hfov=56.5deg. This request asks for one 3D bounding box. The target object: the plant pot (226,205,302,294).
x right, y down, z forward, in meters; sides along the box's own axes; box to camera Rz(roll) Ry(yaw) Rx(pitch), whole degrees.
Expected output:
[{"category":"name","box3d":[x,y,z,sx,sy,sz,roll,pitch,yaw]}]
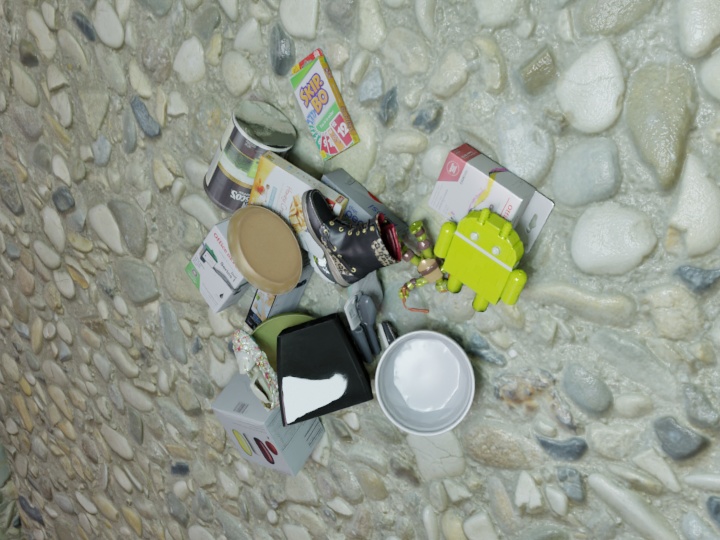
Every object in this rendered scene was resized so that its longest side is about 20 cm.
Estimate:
[{"category":"plant pot","box3d":[-0.198,-0.046,1.416,0.196,0.027,0.205,15,122,25]}]

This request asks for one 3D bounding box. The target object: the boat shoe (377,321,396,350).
[{"category":"boat shoe","box3d":[0.097,0.197,1.428,0.059,0.074,0.204,-25,80,-1]}]

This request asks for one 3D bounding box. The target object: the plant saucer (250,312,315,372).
[{"category":"plant saucer","box3d":[-0.175,0.162,1.566,0.202,0.195,0.031,-62,34,36]}]

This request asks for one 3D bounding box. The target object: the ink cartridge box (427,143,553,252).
[{"category":"ink cartridge box","box3d":[0.229,-0.119,1.189,0.198,0.067,0.118,36,128,20]}]

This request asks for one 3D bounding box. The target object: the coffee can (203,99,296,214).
[{"category":"coffee can","box3d":[-0.243,-0.242,1.456,0.147,0.145,0.201,46,129,12]}]

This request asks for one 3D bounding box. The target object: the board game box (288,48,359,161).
[{"category":"board game box","box3d":[-0.078,-0.337,1.369,0.094,0.030,0.205,-20,93,41]}]

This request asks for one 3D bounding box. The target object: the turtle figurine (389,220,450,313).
[{"category":"turtle figurine","box3d":[0.138,-0.017,1.299,0.197,0.065,0.162,-27,111,29]}]

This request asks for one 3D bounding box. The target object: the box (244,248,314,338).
[{"category":"box","box3d":[-0.185,0.050,1.554,0.060,0.116,0.202,42,130,19]}]

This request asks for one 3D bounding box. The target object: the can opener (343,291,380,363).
[{"category":"can opener","box3d":[0.009,0.127,1.422,0.066,0.053,0.203,30,150,35]}]

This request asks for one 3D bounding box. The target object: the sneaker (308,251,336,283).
[{"category":"sneaker","box3d":[-0.075,-0.069,1.436,0.084,0.074,0.204,-21,95,50]}]

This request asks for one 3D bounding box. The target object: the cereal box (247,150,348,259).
[{"category":"cereal box","box3d":[-0.133,-0.133,1.372,0.197,0.040,0.146,32,129,10]}]

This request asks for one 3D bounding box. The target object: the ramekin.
[{"category":"ramekin","box3d":[0.130,0.217,1.337,0.194,0.105,0.207,0,91,8]}]

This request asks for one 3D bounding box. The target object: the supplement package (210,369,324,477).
[{"category":"supplement package","box3d":[-0.226,0.368,1.655,0.187,0.148,0.203,6,133,37]}]

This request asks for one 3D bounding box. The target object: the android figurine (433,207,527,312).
[{"category":"android figurine","box3d":[0.213,-0.020,1.180,0.181,0.041,0.203,38,139,20]}]

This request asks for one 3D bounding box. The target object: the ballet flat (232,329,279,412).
[{"category":"ballet flat","box3d":[-0.232,0.227,1.495,0.075,0.064,0.203,-23,104,39]}]

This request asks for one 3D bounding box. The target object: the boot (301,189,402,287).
[{"category":"boot","box3d":[-0.016,-0.077,1.261,0.148,0.073,0.204,-17,100,37]}]

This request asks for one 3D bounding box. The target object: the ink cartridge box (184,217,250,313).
[{"category":"ink cartridge box","box3d":[-0.333,-0.014,1.661,0.147,0.084,0.200,51,131,8]}]

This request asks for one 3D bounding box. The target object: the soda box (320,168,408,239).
[{"category":"soda box","box3d":[0.000,-0.119,1.368,0.199,0.068,0.064,42,128,17]}]

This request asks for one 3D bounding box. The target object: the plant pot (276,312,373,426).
[{"category":"plant pot","box3d":[-0.091,0.201,1.450,0.194,0.200,0.182,-17,93,-1]}]

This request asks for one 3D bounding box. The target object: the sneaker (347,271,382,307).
[{"category":"sneaker","box3d":[0.000,0.000,1.433,0.203,0.072,0.120,89,168,-47]}]
